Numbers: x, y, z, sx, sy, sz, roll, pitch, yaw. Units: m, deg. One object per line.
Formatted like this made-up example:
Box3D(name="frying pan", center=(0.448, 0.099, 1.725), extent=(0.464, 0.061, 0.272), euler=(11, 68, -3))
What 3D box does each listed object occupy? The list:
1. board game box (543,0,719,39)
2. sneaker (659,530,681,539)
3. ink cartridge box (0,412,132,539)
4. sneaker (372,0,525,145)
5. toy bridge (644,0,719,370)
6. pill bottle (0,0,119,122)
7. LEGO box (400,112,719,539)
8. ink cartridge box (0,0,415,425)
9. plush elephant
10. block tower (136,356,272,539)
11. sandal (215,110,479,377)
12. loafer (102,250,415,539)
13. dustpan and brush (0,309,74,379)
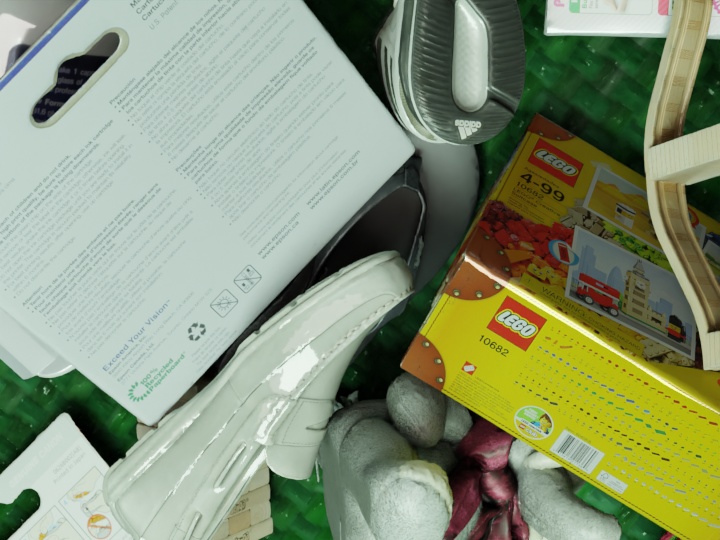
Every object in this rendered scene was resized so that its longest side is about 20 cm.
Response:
Box3D(name="board game box", center=(0.191, -0.185, 0.718), extent=(0.198, 0.064, 0.149), euler=(4, 104, 8))
Box3D(name="sneaker", center=(0.213, 0.157, 0.791), extent=(0.084, 0.077, 0.200), euler=(46, 108, 1))
Box3D(name="ink cartridge box", center=(-0.153, 0.204, 0.891), extent=(0.162, 0.050, 0.200), euler=(-43, 85, 17))
Box3D(name="sneaker", center=(0.037, -0.162, 0.729), extent=(0.075, 0.115, 0.203), euler=(6, 91, -17))
Box3D(name="toy bridge", center=(0.159, -0.054, 0.678), extent=(0.027, 0.067, 0.202), euler=(3, 79, -30))
Box3D(name="pill bottle", center=(-0.178, -0.097, 0.780), extent=(0.110, 0.111, 0.202), euler=(17, 106, 5))
Box3D(name="LEGO box", center=(0.138, 0.032, 0.728), extent=(0.199, 0.149, 0.077), euler=(31, 127, 1))
Box3D(name="ink cartridge box", center=(-0.093, -0.051, 0.695), extent=(0.196, 0.043, 0.200), euler=(-45, 133, -3))
Box3D(name="plush elephant", center=(0.062, 0.115, 0.776), extent=(0.153, 0.200, 0.166), euler=(-7, 117, -11))
Box3D(name="block tower", center=(-0.089, 0.053, 0.821), extent=(0.054, 0.058, 0.202), euler=(9, 106, 38))
Box3D(name="sandal", center=(0.000, 0.001, 0.783), extent=(0.076, 0.043, 0.201), euler=(33, 88, -10))
Box3D(name="loafer", center=(-0.042, 0.070, 0.739), extent=(0.200, 0.070, 0.070), euler=(-44, 83, 17))
Box3D(name="dustpan and brush", center=(-0.121, -0.042, 0.736), extent=(0.200, 0.057, 0.140), euler=(-49, 136, -11))
